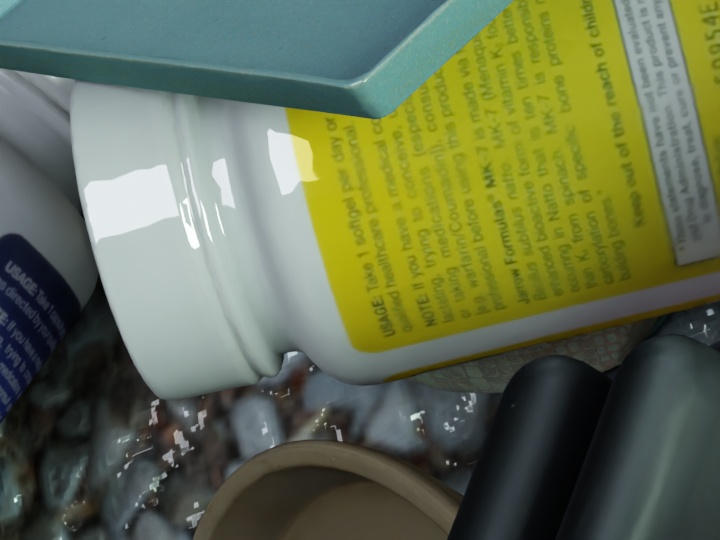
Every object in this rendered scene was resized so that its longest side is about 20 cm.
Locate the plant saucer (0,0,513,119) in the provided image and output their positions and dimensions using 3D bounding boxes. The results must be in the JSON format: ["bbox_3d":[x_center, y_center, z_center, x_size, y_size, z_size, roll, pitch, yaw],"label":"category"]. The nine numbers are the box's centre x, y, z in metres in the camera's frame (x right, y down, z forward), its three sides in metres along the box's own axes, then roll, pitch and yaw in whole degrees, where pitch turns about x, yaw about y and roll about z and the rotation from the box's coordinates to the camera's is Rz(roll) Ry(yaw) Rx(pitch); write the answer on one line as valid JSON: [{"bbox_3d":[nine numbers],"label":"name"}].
[{"bbox_3d":[-0.038,-0.070,0.674,0.070,0.019,0.200,-44,31,-25],"label":"plant saucer"}]

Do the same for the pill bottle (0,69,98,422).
[{"bbox_3d":[-0.157,0.003,0.854,0.120,0.120,0.200,24,71,38],"label":"pill bottle"}]

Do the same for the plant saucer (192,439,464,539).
[{"bbox_3d":[0.015,0.142,0.735,0.200,0.029,0.200,23,120,48],"label":"plant saucer"}]

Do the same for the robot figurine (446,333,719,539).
[{"bbox_3d":[0.112,0.093,0.578,0.125,0.200,0.150,-51,25,14],"label":"robot figurine"}]

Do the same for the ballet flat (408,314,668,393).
[{"bbox_3d":[0.000,0.000,0.797,0.200,0.062,0.068,3,83,37],"label":"ballet flat"}]

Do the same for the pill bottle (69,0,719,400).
[{"bbox_3d":[0.030,-0.033,0.703,0.200,0.114,0.114,-14,71,6],"label":"pill bottle"}]
